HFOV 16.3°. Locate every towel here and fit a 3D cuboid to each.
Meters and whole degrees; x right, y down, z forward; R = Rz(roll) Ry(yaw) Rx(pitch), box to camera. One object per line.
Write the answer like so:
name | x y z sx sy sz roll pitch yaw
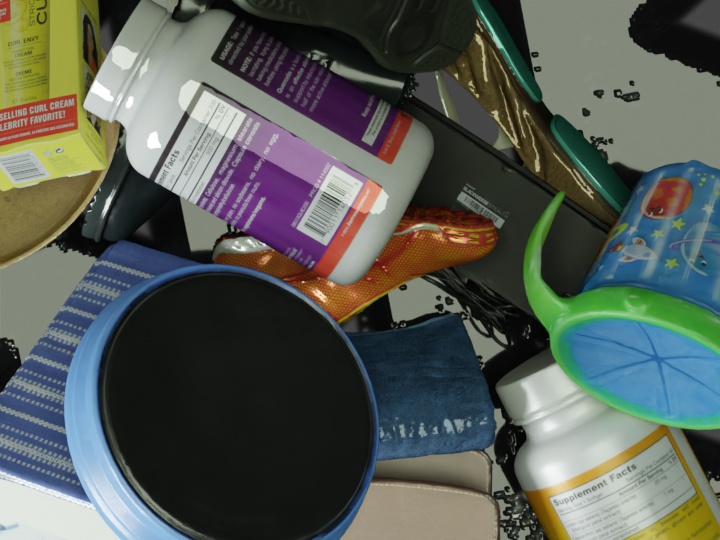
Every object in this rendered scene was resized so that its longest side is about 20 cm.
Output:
towel | -0.144 0.068 1.584 0.144 0.024 0.200 15 53 26
towel | -0.015 0.081 1.627 0.199 0.112 0.049 -5 124 -10

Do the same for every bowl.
bowl | -0.079 0.089 1.521 0.199 0.039 0.202 11 64 -22

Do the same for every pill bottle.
pill bottle | 0.169 0.144 1.646 0.111 0.111 0.201 -28 94 -2
pill bottle | -0.063 -0.083 1.527 0.199 0.112 0.113 30 90 -4

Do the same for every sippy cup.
sippy cup | 0.200 0.009 1.562 0.178 0.139 0.131 42 58 -34

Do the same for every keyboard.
keyboard | 0.076 -0.028 1.660 0.200 0.040 0.104 36 98 15

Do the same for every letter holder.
letter holder | -0.013 0.149 1.641 0.199 0.101 0.143 1 90 -4

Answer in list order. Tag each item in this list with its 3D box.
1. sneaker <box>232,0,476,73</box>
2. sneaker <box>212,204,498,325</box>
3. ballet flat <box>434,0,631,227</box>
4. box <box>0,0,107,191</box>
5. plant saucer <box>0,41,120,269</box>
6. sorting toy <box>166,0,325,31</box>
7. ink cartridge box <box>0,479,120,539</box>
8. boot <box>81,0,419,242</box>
sneaker | -0.019 -0.186 1.568 0.199 0.114 0.077 12 114 -38
sneaker | 0.000 0.000 1.632 0.199 0.073 0.078 -10 93 26
ballet flat | 0.103 -0.089 1.661 0.072 0.068 0.200 -37 94 18
box | -0.204 -0.153 1.587 0.075 0.050 0.201 -10 63 11
plant saucer | -0.242 -0.078 1.612 0.199 0.035 0.201 -7 63 13
sorting toy | -0.044 -0.213 1.639 0.199 0.107 0.181 16 110 -4
ink cartridge box | -0.192 0.183 1.637 0.145 0.086 0.201 -10 94 -3
boot | -0.072 -0.077 1.626 0.167 0.076 0.201 26 106 -8
